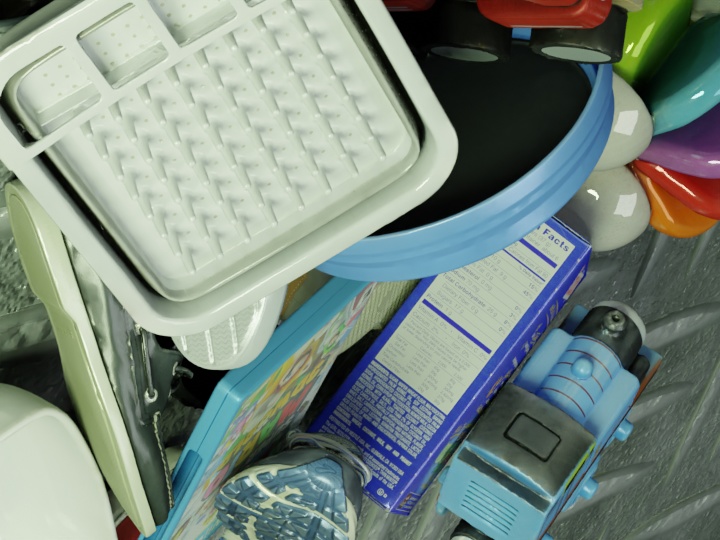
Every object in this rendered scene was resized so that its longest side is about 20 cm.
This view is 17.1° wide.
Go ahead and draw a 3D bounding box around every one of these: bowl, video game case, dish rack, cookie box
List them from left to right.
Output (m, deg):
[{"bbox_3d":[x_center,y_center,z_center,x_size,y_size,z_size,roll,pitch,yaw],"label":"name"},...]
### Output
[{"bbox_3d":[-0.223,0.153,1.198,0.200,0.074,0.201,-43,152,-22],"label":"bowl"},{"bbox_3d":[-0.063,-0.071,1.037,0.171,0.044,0.200,-31,136,3],"label":"dish rack"},{"bbox_3d":[-0.061,0.087,1.280,0.143,0.018,0.200,-43,167,-45],"label":"video game case"},{"bbox_3d":[0.036,-0.073,1.217,0.201,0.200,0.039,-44,131,-19],"label":"bowl"},{"bbox_3d":[0.057,0.051,1.482,0.200,0.075,0.171,-52,173,-3],"label":"cookie box"}]

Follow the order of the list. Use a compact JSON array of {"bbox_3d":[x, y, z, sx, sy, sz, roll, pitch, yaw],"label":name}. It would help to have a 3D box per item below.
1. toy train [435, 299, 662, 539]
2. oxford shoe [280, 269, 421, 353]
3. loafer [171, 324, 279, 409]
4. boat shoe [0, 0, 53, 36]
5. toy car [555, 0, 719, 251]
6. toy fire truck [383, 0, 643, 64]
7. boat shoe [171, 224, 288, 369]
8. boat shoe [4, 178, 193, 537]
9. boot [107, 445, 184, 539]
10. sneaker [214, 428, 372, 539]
[{"bbox_3d":[0.121,0.100,1.509,0.200,0.086,0.115,-50,168,-33],"label":"toy train"},{"bbox_3d":[0.000,0.000,1.409,0.075,0.058,0.200,-62,167,19],"label":"oxford shoe"},{"bbox_3d":[-0.077,0.051,1.320,0.068,0.070,0.200,-54,153,2],"label":"loafer"},{"bbox_3d":[-0.096,-0.133,1.050,0.199,0.075,0.062,-25,132,-5],"label":"boat shoe"},{"bbox_3d":[0.201,-0.099,1.494,0.175,0.149,0.201,-50,154,-26],"label":"toy car"},{"bbox_3d":[0.023,-0.180,1.121,0.200,0.175,0.130,13,83,-55],"label":"toy fire truck"},{"bbox_3d":[-0.055,-0.053,1.157,0.071,0.072,0.202,6,84,-64],"label":"boat shoe"},{"bbox_3d":[-0.114,0.036,1.175,0.066,0.074,0.201,-25,112,-19],"label":"boat shoe"},{"bbox_3d":[-0.116,0.212,1.363,0.201,0.144,0.072,-54,152,-3],"label":"boot"},{"bbox_3d":[-0.033,0.120,1.310,0.085,0.077,0.200,-58,-179,-22],"label":"sneaker"}]
